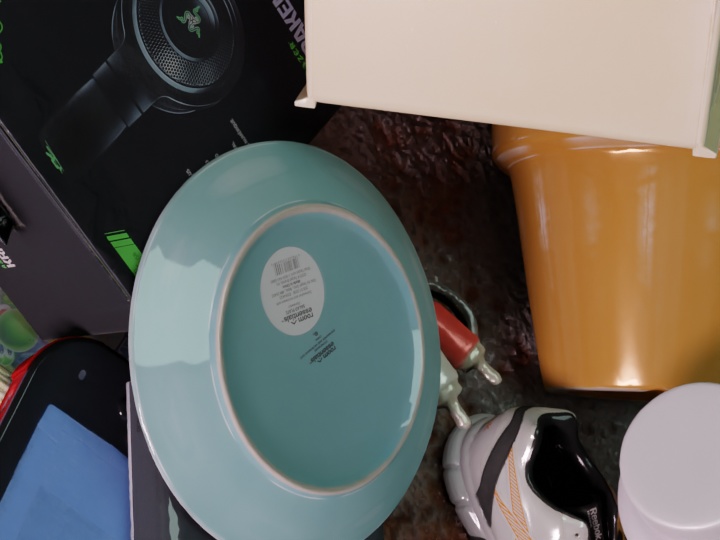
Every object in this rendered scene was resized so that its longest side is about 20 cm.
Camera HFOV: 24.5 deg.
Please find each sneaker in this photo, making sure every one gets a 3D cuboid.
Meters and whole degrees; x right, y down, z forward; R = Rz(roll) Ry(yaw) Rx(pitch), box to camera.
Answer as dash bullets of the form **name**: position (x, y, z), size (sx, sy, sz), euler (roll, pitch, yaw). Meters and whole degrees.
- **sneaker**: position (0.112, 0.164, 0.879), size (0.074, 0.080, 0.201), euler (-23, 85, -38)

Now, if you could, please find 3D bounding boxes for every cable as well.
- **cable**: position (0.000, 0.000, 0.894), size (0.097, 0.050, 0.200), euler (-38, 93, -34)

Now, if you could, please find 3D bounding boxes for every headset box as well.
- **headset box**: position (-0.124, -0.089, 0.778), size (0.200, 0.092, 0.175), euler (-51, 120, -36)

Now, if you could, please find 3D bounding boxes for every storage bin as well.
- **storage bin**: position (0.087, -0.149, 0.800), size (0.199, 0.094, 0.199), euler (8, 33, 12)

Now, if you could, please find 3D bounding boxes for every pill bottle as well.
- **pill bottle**: position (0.203, 0.135, 0.875), size (0.200, 0.109, 0.110), euler (47, 44, -51)

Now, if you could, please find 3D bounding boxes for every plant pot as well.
- **plant pot**: position (0.169, -0.020, 0.934), size (0.199, 0.200, 0.185), euler (8, 82, -29)

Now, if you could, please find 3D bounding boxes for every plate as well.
- **plate**: position (-0.023, 0.037, 0.779), size (0.199, 0.025, 0.202), euler (6, 81, -44)

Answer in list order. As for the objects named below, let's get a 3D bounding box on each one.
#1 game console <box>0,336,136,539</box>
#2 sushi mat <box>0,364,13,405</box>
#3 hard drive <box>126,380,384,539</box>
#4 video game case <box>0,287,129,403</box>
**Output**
- **game console**: position (-0.116, 0.149, 0.754), size (0.177, 0.031, 0.201), euler (37, 58, -25)
- **sushi mat**: position (-0.251, 0.033, 0.740), size (0.200, 0.012, 0.096), euler (39, 69, -12)
- **hard drive**: position (-0.044, 0.153, 0.782), size (0.139, 0.033, 0.201), euler (7, 75, -43)
- **video game case**: position (-0.149, 0.009, 0.820), size (0.200, 0.018, 0.144), euler (40, 54, -11)
